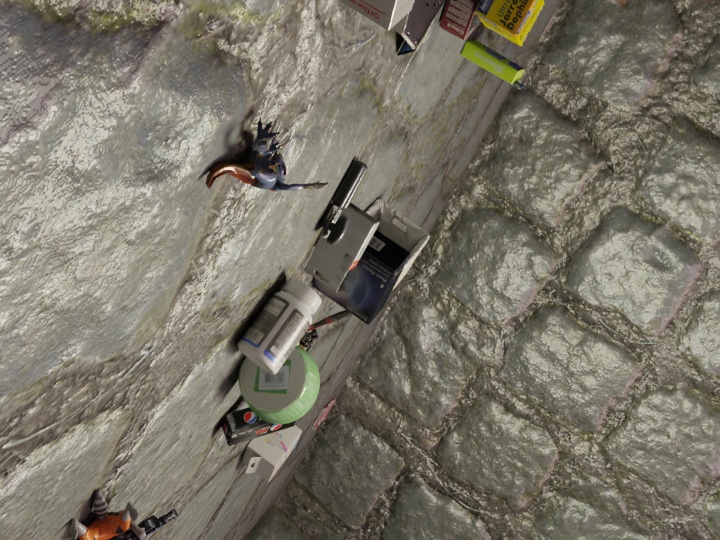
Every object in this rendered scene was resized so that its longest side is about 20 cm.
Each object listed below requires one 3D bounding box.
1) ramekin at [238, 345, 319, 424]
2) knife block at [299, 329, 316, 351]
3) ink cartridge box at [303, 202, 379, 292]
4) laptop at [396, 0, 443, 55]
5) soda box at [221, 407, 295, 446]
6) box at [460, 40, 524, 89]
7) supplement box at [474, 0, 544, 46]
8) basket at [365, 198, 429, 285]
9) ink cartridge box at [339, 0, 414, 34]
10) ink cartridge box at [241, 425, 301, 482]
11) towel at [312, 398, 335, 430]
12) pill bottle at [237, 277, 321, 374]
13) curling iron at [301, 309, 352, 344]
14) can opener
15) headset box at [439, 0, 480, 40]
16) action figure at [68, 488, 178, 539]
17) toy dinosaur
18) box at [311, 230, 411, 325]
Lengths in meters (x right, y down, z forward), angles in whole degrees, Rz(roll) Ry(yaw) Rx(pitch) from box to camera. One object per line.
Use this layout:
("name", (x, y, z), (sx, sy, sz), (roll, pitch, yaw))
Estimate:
("ramekin", (-0.203, 0.267, 1.659), (0.202, 0.198, 0.098), (-55, 163, -12))
("knife block", (-0.201, 0.235, 1.941), (0.178, 0.063, 0.200), (-62, 169, 20))
("ink cartridge box", (-0.048, -0.061, 1.667), (0.203, 0.108, 0.050), (-61, 169, 17))
("laptop", (0.105, -0.527, 1.298), (0.199, 0.103, 0.180), (26, 96, -55))
("soda box", (-0.271, 0.406, 1.833), (0.196, 0.064, 0.071), (-10, 144, -28))
("box", (0.395, -0.600, 1.967), (0.048, 0.198, 0.122), (-61, 169, 27))
("supplement box", (0.343, -0.597, 1.540), (0.110, 0.108, 0.200), (-62, 170, 18))
("basket", (0.065, -0.065, 1.985), (0.200, 0.197, 0.162), (-47, 170, -48))
("ink cartridge box", (0.021, -0.411, 0.909), (0.068, 0.116, 0.201), (-49, 167, -32))
("ink cartridge box", (-0.318, 0.628, 2.375), (0.200, 0.124, 0.130), (-49, 168, -43))
("towel", (-0.205, 0.807, 3.801), (0.146, 0.022, 0.200), (-62, 170, 13))
("pill bottle", (-0.181, 0.124, 1.551), (0.202, 0.113, 0.114), (-54, 170, -19))
("curling iron", (-0.080, 0.144, 1.880), (0.197, 0.050, 0.026), (-30, -149, -7))
("can opener", (-0.034, -0.159, 1.588), (0.203, 0.065, 0.053), (-65, 168, 9))
("headset box", (0.261, -0.640, 1.539), (0.149, 0.076, 0.202), (-51, 167, -36))
("action figure", (-0.459, 0.478, 1.298), (0.197, 0.106, 0.194), (-24, 160, -26))
("toy dinosaur", (-0.153, -0.162, 1.046), (0.196, 0.107, 0.182), (-15, 170, -16))
("box", (0.000, 0.000, 1.826), (0.123, 0.198, 0.201), (-44, 164, -53))
